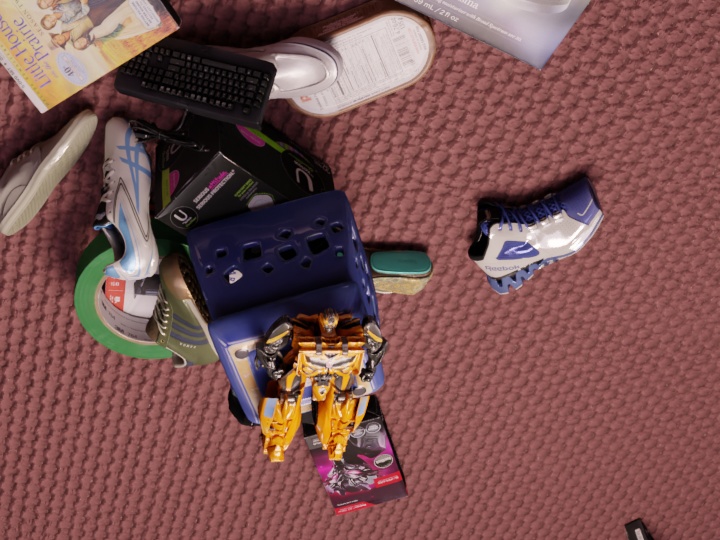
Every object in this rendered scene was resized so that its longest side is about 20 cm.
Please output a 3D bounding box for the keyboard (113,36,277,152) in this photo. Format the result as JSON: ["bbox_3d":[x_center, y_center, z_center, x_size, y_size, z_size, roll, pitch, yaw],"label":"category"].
[{"bbox_3d":[-0.196,-0.195,1.348,0.198,0.021,0.128,16,90,23],"label":"keyboard"}]

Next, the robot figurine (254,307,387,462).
[{"bbox_3d":[-0.046,0.123,1.285,0.144,0.058,0.201,0,133,-15],"label":"robot figurine"}]

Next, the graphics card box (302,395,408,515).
[{"bbox_3d":[-0.006,0.292,1.858,0.124,0.051,0.201,-15,129,3],"label":"graphics card box"}]

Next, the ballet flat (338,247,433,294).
[{"bbox_3d":[0.000,0.000,1.617,0.198,0.071,0.071,6,128,-14],"label":"ballet flat"}]

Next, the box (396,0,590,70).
[{"bbox_3d":[0.163,-0.360,1.296,0.199,0.124,0.199,20,127,-20],"label":"box"}]

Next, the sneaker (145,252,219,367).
[{"bbox_3d":[-0.230,0.061,1.485,0.089,0.068,0.201,-18,141,4],"label":"sneaker"}]

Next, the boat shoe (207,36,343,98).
[{"bbox_3d":[-0.120,-0.224,1.379,0.198,0.066,0.074,-3,120,14],"label":"boat shoe"}]

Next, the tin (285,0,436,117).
[{"bbox_3d":[-0.005,-0.254,1.426,0.198,0.042,0.112,-21,125,8],"label":"tin"}]

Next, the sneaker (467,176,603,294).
[{"bbox_3d":[0.220,-0.058,1.592,0.199,0.081,0.115,-39,127,23],"label":"sneaker"}]

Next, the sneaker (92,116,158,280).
[{"bbox_3d":[-0.287,-0.088,1.423,0.072,0.202,0.072,-4,170,-31],"label":"sneaker"}]

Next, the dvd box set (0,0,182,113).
[{"bbox_3d":[-0.323,-0.286,1.338,0.199,0.029,0.147,-27,118,13],"label":"dvd box set"}]

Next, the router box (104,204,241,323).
[{"bbox_3d":[-0.250,0.008,1.588,0.178,0.049,0.201,4,128,-12],"label":"router box"}]

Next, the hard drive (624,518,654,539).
[{"bbox_3d":[0.530,0.547,2.094,0.038,0.140,0.200,-28,129,14],"label":"hard drive"}]

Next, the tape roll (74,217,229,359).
[{"bbox_3d":[-0.267,0.025,1.536,0.198,0.048,0.202,-5,129,-6],"label":"tape roll"}]

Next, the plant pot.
[{"bbox_3d":[-0.077,0.053,1.379,0.198,0.181,0.201,-15,133,1],"label":"plant pot"}]

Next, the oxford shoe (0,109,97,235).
[{"bbox_3d":[-0.393,-0.127,1.450,0.058,0.075,0.200,46,113,4],"label":"oxford shoe"}]

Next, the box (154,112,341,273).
[{"bbox_3d":[-0.138,-0.097,1.456,0.199,0.149,0.124,34,118,-33],"label":"box"}]

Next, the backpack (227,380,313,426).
[{"bbox_3d":[-0.102,0.099,1.597,0.166,0.126,0.202,-2,106,-43],"label":"backpack"}]
